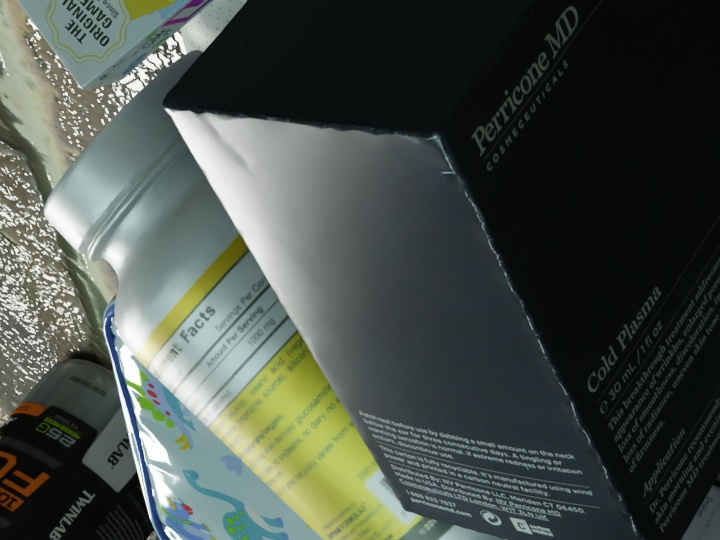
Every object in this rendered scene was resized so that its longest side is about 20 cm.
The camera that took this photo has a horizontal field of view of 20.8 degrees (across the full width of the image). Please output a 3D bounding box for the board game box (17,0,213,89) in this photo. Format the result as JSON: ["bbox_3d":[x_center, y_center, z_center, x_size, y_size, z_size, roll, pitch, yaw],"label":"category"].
[{"bbox_3d":[-0.095,-0.180,0.634,0.134,0.034,0.200,-37,89,19],"label":"board game box"}]

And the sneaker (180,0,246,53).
[{"bbox_3d":[-0.059,-0.152,0.740,0.115,0.081,0.200,30,145,22],"label":"sneaker"}]

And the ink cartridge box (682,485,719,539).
[{"bbox_3d":[0.138,0.151,0.974,0.199,0.067,0.116,22,148,29],"label":"ink cartridge box"}]

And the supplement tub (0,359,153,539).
[{"bbox_3d":[-0.208,0.167,1.267,0.122,0.200,0.123,28,151,17],"label":"supplement tub"}]

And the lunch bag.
[{"bbox_3d":[-0.030,0.075,0.883,0.160,0.083,0.201,17,138,24],"label":"lunch bag"}]

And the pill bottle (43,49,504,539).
[{"bbox_3d":[-0.016,0.018,0.722,0.200,0.112,0.112,44,153,1],"label":"pill bottle"}]

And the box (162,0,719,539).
[{"bbox_3d":[0.067,-0.047,0.606,0.104,0.200,0.183,10,142,39],"label":"box"}]
